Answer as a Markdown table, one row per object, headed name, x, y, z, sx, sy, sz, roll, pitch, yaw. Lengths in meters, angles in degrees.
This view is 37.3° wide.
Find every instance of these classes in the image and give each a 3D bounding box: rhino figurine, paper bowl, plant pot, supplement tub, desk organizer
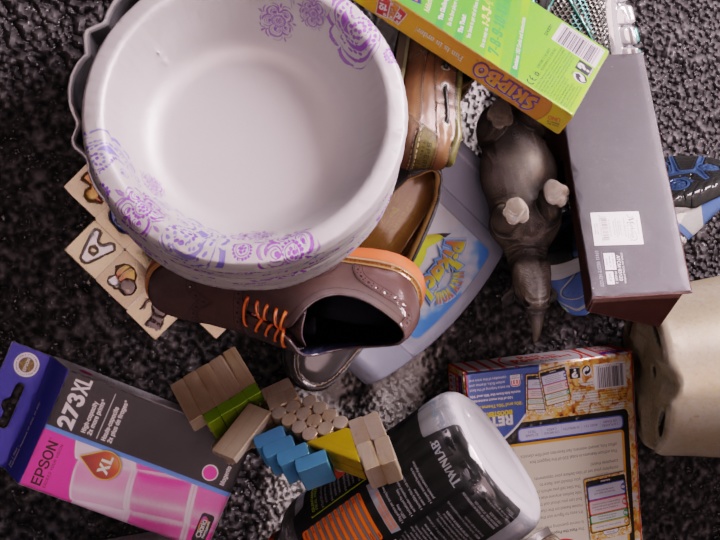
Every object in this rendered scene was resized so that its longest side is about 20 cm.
| name | x | y | z | sx | sy | sz | roll | pitch | yaw |
| --- | --- | --- | --- | --- | --- | --- | --- | --- | --- |
| rhino figurine | 0.126 | -0.046 | 0.816 | 0.060 | 0.087 | 0.201 | -5 | 82 | -3 |
| paper bowl | -0.072 | -0.086 | 0.693 | 0.200 | 0.104 | 0.201 | 1 | 76 | -2 |
| plant pot | 0.319 | 0.076 | 0.866 | 0.183 | 0.200 | 0.201 | -4 | 95 | -2 |
| supplement tub | 0.026 | 0.193 | 0.810 | 0.200 | 0.123 | 0.123 | -37 | 102 | 13 |
| desk organizer | 0.188 | -0.059 | 0.811 | 0.071 | 0.077 | 0.201 | -3 | 66 | -1 |

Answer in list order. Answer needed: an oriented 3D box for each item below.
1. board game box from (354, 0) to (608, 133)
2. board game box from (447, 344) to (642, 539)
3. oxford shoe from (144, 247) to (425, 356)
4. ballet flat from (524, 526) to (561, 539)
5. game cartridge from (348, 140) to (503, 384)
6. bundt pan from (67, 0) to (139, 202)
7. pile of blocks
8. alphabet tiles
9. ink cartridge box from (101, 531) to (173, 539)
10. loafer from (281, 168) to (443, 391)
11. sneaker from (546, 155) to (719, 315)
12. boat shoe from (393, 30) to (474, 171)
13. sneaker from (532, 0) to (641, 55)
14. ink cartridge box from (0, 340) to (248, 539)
| name | x | y | z | sx | sy | sz | roll | pitch | yaw |
| --- | --- | --- | --- | --- | --- | --- | --- | --- | --- |
| board game box | 0.079 | -0.184 | 0.772 | 0.200 | 0.030 | 0.096 | 35 | 48 | 0 |
| board game box | 0.157 | 0.171 | 0.895 | 0.151 | 0.046 | 0.201 | -5 | 95 | -12 |
| oxford shoe | -0.057 | 0.019 | 0.732 | 0.199 | 0.073 | 0.071 | 1 | 119 | 9 |
| ballet flat | 0.074 | 0.264 | 0.800 | 0.200 | 0.067 | 0.046 | -31 | 72 | -12 |
| game cartridge | 0.035 | -0.014 | 0.859 | 0.133 | 0.040 | 0.200 | 42 | 84 | -18 |
| bundt pan | -0.113 | -0.117 | 0.790 | 0.201 | 0.076 | 0.203 | -1 | 94 | -13 |
| pile of blocks | -0.053 | 0.128 | 0.778 | 0.082 | 0.200 | 0.062 | -49 | 139 | -28 |
| alphabet tiles | -0.125 | -0.051 | 0.835 | 0.200 | 0.006 | 0.166 | -46 | 103 | -7 |
| ink cartridge box | -0.195 | 0.256 | 0.740 | 0.146 | 0.200 | 0.086 | -7 | 95 | -12 |
| loafer | 0.000 | 0.000 | 0.795 | 0.073 | 0.072 | 0.201 | 23 | 90 | -17 |
| sneaker | 0.236 | -0.034 | 0.897 | 0.199 | 0.076 | 0.077 | -26 | 121 | -9 |
| boat shoe | 0.055 | -0.151 | 0.802 | 0.068 | 0.072 | 0.201 | 13 | 58 | 3 |
| sneaker | 0.164 | -0.234 | 0.858 | 0.091 | 0.078 | 0.201 | -12 | 95 | -8 |
| ink cartridge box | -0.191 | 0.135 | 0.819 | 0.199 | 0.037 | 0.095 | 24 | 88 | -12 |
